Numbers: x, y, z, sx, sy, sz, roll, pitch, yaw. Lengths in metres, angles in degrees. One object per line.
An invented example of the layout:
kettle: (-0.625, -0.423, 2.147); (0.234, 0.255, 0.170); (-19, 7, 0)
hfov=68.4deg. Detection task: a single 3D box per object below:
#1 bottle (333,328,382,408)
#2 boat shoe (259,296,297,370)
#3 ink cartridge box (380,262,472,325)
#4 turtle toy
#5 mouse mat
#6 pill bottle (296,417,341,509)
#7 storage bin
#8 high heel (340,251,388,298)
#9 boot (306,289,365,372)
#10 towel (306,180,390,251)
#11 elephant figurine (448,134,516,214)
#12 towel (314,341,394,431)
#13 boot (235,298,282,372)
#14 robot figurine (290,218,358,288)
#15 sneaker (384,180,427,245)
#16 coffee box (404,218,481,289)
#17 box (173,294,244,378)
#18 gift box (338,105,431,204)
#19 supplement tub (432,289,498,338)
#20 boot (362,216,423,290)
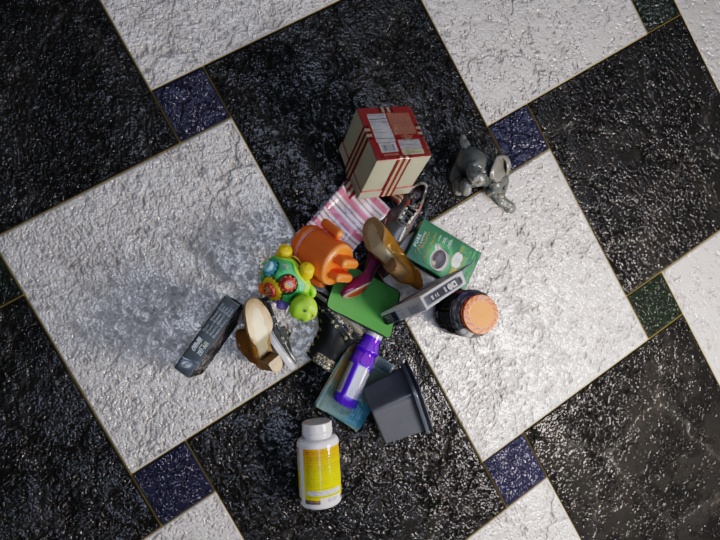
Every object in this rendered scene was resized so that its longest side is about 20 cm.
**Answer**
bottle: (-0.003, 0.252, 1.369); (0.064, 0.084, 0.202); (25, 80, -2)
boat shoe: (-0.212, 0.160, 1.357); (0.056, 0.069, 0.202); (-32, 92, -12)
ink cartridge box: (0.174, 0.062, 1.349); (0.199, 0.198, 0.044); (-30, 88, -31)
turtle toy: (-0.176, 0.043, 1.299); (0.199, 0.147, 0.101); (38, 44, 17)
mouse mat: (0.011, 0.075, 1.390); (0.198, 0.008, 0.163); (27, 51, -14)
pill bottle: (-0.106, 0.484, 1.341); (0.107, 0.109, 0.204); (-3, 88, -12)
storage bin: (0.092, 0.342, 1.363); (0.132, 0.146, 0.202); (-21, 131, -3)
high heel: (0.000, 0.000, 1.384); (0.199, 0.068, 0.097); (-29, 77, -44)
boot: (-0.105, 0.149, 1.377); (0.202, 0.073, 0.155); (37, 91, 4)
towel: (-0.032, -0.143, 1.429); (0.146, 0.030, 0.200); (43, 80, -6)
elephant figurine: (0.357, -0.264, 1.483); (0.197, 0.156, 0.143); (2, 43, -22)
towel: (-0.014, 0.306, 1.416); (0.146, 0.022, 0.202); (33, 79, -10)
boot: (-0.267, 0.154, 1.287); (0.070, 0.143, 0.204); (-31, 115, -35)
robot figurine: (-0.100, -0.039, 1.343); (0.199, 0.145, 0.116); (34, 55, 31)
sneaker: (0.124, -0.160, 1.436); (0.076, 0.082, 0.203); (25, 82, -10)
coffee box: (0.226, -0.042, 1.471); (0.198, 0.044, 0.124); (28, 81, -10)
box: (-0.354, 0.159, 1.277); (0.043, 0.160, 0.201); (34, 82, 0)
gift box: (0.053, -0.281, 1.355); (0.182, 0.187, 0.203); (-6, 67, -22)
supplement tub: (0.276, 0.112, 1.394); (0.120, 0.200, 0.125); (0, 87, -11)
boot: (0.086, -0.040, 1.393); (0.071, 0.143, 0.203); (-38, 53, 17)
